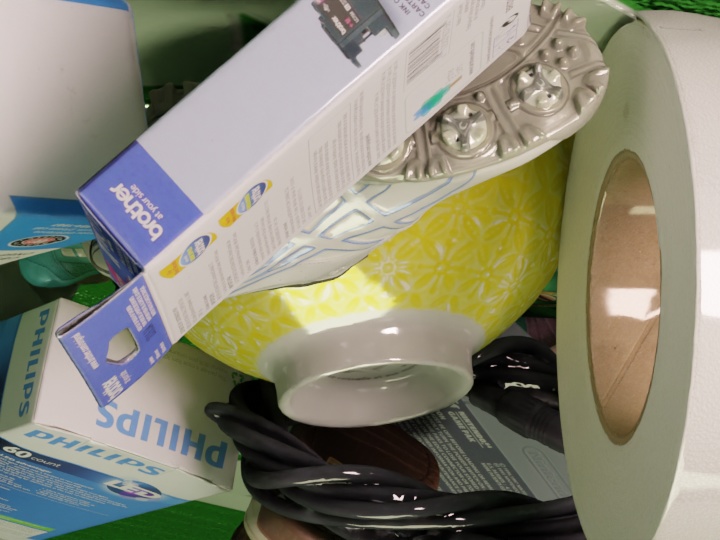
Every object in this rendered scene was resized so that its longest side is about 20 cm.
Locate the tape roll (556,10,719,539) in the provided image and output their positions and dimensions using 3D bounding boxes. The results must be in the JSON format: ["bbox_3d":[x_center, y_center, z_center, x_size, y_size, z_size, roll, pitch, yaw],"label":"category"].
[{"bbox_3d":[0.111,0.009,1.023,0.037,0.204,0.203,2,168,-9],"label":"tape roll"}]

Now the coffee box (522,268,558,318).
[{"bbox_3d":[0.098,-0.007,1.325,0.199,0.044,0.123,4,168,-1],"label":"coffee box"}]

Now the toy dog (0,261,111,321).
[{"bbox_3d":[-0.206,-0.002,1.320,0.199,0.097,0.132,8,167,-18],"label":"toy dog"}]

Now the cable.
[{"bbox_3d":[0.033,0.070,1.197,0.199,0.164,0.051,13,124,-3],"label":"cable"}]

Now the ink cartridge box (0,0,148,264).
[{"bbox_3d":[-0.192,-0.037,0.964,0.199,0.085,0.146,-16,170,36],"label":"ink cartridge box"}]

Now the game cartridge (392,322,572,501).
[{"bbox_3d":[0.063,0.087,1.373,0.133,0.041,0.200,4,143,41],"label":"game cartridge"}]

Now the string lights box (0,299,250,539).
[{"bbox_3d":[-0.147,0.074,1.279,0.102,0.059,0.200,22,156,-30],"label":"string lights box"}]

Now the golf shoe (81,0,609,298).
[{"bbox_3d":[-0.005,-0.040,1.021,0.199,0.079,0.097,-17,153,4],"label":"golf shoe"}]

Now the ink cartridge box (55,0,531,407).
[{"bbox_3d":[-0.026,-0.043,0.907,0.042,0.200,0.119,45,172,9],"label":"ink cartridge box"}]

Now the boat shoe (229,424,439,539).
[{"bbox_3d":[-0.022,0.116,1.272,0.075,0.075,0.202,34,-164,9],"label":"boat shoe"}]

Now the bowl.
[{"bbox_3d":[0.000,0.000,1.136,0.199,0.108,0.200,-6,159,-3],"label":"bowl"}]

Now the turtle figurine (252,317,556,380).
[{"bbox_3d":[0.012,0.042,1.470,0.199,0.101,0.150,-5,179,-3],"label":"turtle figurine"}]

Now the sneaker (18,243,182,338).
[{"bbox_3d":[-0.078,-0.006,1.271,0.199,0.080,0.077,21,-176,-46],"label":"sneaker"}]

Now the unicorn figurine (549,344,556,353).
[{"bbox_3d":[0.148,0.063,1.419,0.136,0.074,0.200,-12,179,-9],"label":"unicorn figurine"}]
